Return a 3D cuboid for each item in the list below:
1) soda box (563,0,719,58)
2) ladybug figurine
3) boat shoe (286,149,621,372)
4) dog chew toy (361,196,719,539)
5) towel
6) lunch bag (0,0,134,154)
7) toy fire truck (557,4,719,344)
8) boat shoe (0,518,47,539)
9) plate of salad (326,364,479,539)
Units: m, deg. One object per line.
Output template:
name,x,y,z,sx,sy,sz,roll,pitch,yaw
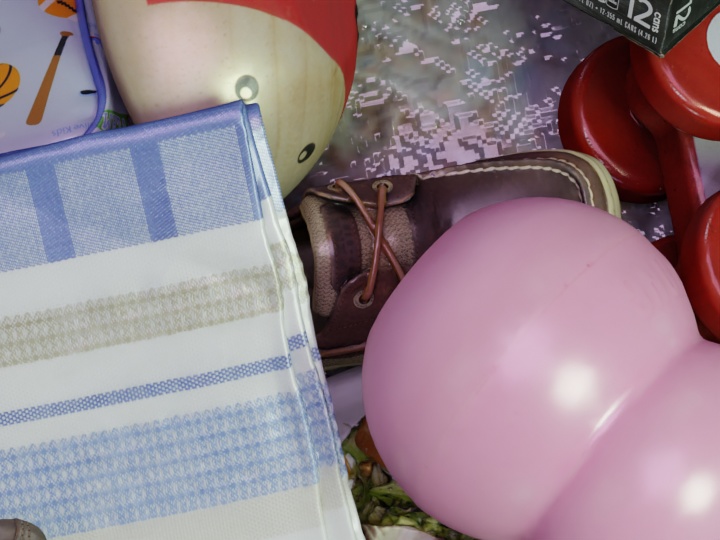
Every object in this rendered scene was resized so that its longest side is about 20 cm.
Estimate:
soda box,0.051,-0.162,0.950,0.199,0.071,0.063,32,52,24
ladybug figurine,-0.049,-0.114,1.011,0.072,0.136,0.201,-24,52,21
boat shoe,0.000,0.000,0.999,0.199,0.072,0.073,-14,77,20
dog chew toy,0.097,0.067,0.911,0.200,0.125,0.125,40,84,14
towel,-0.082,0.046,0.956,0.146,0.024,0.201,-12,104,4
lunch bag,-0.182,-0.040,1.015,0.199,0.076,0.161,-20,43,3
toy fire truck,0.179,-0.036,1.007,0.167,0.112,0.201,-8,78,-16
boat shoe,-0.161,0.145,0.960,0.071,0.200,0.060,21,60,-17
plate of salad,0.026,0.130,1.007,0.199,0.048,0.202,-1,78,4
